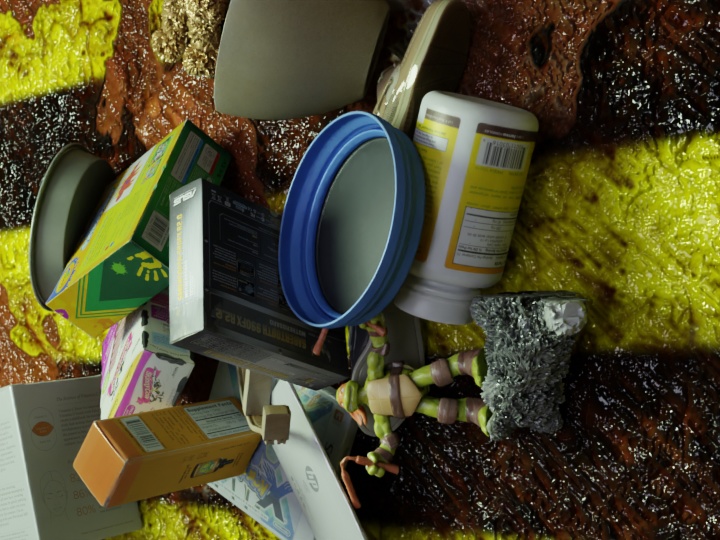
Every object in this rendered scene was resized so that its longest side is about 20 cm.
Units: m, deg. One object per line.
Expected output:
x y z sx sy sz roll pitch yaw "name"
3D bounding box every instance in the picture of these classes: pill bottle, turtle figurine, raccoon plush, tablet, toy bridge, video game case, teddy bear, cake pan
0.089 -0.057 1.084 0.109 0.109 0.200 22 105 37 "pill bottle"
0.044 0.127 1.131 0.161 0.064 0.200 -3 94 16 "turtle figurine"
0.143 0.088 1.012 0.097 0.200 0.134 -2 92 6 "raccoon plush"
-0.049 0.216 1.205 0.200 0.014 0.130 62 154 18 "tablet"
-0.107 0.122 1.224 0.200 0.027 0.067 -122 35 -59 "toy bridge"
-0.098 0.187 1.303 0.200 0.022 0.183 28 109 35 "video game case"
-0.178 -0.316 1.319 0.145 0.067 0.200 49 121 24 "teddy bear"
-0.332 -0.048 1.391 0.037 0.200 0.201 10 99 6 "cake pan"

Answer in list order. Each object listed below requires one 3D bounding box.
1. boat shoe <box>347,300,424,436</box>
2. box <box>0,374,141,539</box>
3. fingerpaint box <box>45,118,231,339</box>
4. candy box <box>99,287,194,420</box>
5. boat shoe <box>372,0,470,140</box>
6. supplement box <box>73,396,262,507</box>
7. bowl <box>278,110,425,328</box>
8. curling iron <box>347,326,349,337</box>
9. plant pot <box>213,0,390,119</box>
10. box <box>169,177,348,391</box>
0.023 0.065 1.184 0.063 0.073 0.200 -135 46 -69 "boat shoe"
-0.374 0.238 1.447 0.106 0.152 0.200 -20 79 39 "box"
-0.241 -0.045 1.306 0.167 0.073 0.200 -32 30 37 "fingerpaint box"
-0.242 0.094 1.329 0.137 0.061 0.200 -62 23 22 "candy box"
0.043 -0.172 1.140 0.064 0.071 0.200 35 114 32 "boat shoe"
-0.195 0.187 1.240 0.069 0.200 0.067 44 117 31 "supplement box"
-0.009 -0.044 1.087 0.201 0.039 0.201 -27 57 51 "bowl"
0.000 0.000 1.212 0.050 0.026 0.200 10 98 36 "curling iron"
-0.047 -0.233 1.159 0.134 0.200 0.201 17 105 1 "plant pot"
-0.097 0.018 1.156 0.048 0.200 0.159 -23 59 35 "box"
